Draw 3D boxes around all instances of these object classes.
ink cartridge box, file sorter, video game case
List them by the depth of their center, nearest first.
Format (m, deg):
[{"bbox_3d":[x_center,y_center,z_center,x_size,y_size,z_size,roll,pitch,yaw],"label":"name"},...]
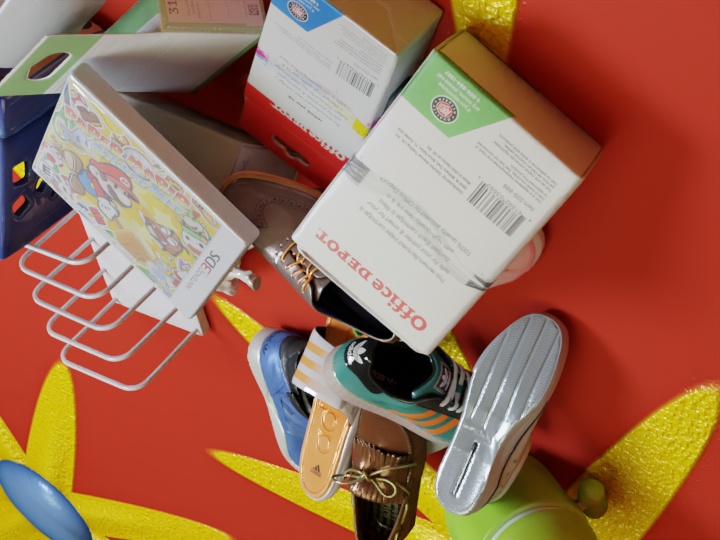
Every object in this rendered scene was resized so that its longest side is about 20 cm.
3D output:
[{"bbox_3d":[0.064,-0.058,1.173,0.146,0.084,0.200,41,118,1],"label":"ink cartridge box"},{"bbox_3d":[-0.022,-0.161,1.233,0.116,0.067,0.200,38,146,8],"label":"ink cartridge box"},{"bbox_3d":[-0.197,-0.190,1.272,0.145,0.199,0.048,-25,73,55],"label":"ink cartridge box"},{"bbox_3d":[-0.188,-0.061,1.300,0.200,0.023,0.182,44,149,0],"label":"video game case"},{"bbox_3d":[-0.273,0.011,1.633,0.138,0.125,0.201,19,141,32],"label":"file sorter"}]

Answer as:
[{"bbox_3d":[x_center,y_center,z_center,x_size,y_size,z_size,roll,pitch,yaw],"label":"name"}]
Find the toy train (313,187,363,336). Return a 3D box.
[{"bbox_3d":[0.000,0.000,1.402,0.041,0.057,0.201,-1,128,32],"label":"toy train"}]

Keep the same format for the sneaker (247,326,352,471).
[{"bbox_3d":[-0.038,0.152,1.592,0.111,0.077,0.201,12,130,51],"label":"sneaker"}]

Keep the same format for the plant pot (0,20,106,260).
[{"bbox_3d":[-0.348,-0.165,1.455,0.199,0.200,0.181,31,138,16],"label":"plant pot"}]

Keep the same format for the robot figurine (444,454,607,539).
[{"bbox_3d":[0.150,0.247,1.428,0.116,0.175,0.200,57,178,-29],"label":"robot figurine"}]

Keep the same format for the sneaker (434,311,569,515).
[{"bbox_3d":[0.129,0.124,1.357,0.073,0.071,0.201,35,108,23],"label":"sneaker"}]

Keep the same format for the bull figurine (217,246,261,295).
[{"bbox_3d":[-0.149,-0.041,1.502,0.121,0.065,0.201,9,135,35],"label":"bull figurine"}]

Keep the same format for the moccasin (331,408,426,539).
[{"bbox_3d":[0.017,0.200,1.474,0.073,0.078,0.202,23,135,17],"label":"moccasin"}]

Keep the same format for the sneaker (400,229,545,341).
[{"bbox_3d":[0.068,0.008,1.299,0.076,0.105,0.200,53,145,-12],"label":"sneaker"}]

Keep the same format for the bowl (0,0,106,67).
[{"bbox_3d":[-0.245,-0.265,1.251,0.074,0.201,0.200,26,151,-25],"label":"bowl"}]

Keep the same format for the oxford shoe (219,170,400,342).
[{"bbox_3d":[-0.036,-0.013,1.251,0.199,0.073,0.072,34,110,4],"label":"oxford shoe"}]

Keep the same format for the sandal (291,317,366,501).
[{"bbox_3d":[-0.034,0.127,1.481,0.079,0.059,0.209,20,101,43],"label":"sandal"}]

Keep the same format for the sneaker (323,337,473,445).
[{"bbox_3d":[0.068,0.110,1.383,0.199,0.072,0.080,18,159,-23],"label":"sneaker"}]

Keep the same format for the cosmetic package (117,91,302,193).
[{"bbox_3d":[-0.166,-0.100,1.371,0.199,0.103,0.088,24,99,31],"label":"cosmetic package"}]

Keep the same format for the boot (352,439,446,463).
[{"bbox_3d":[0.033,0.146,1.532,0.096,0.074,0.200,50,138,-2],"label":"boot"}]
